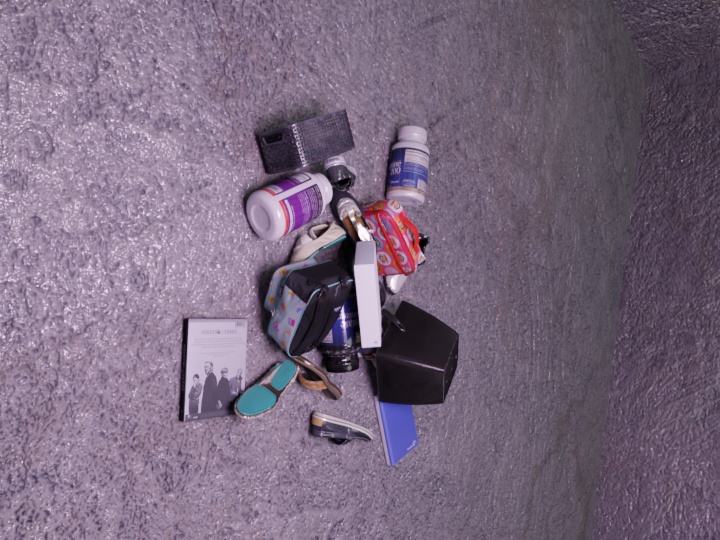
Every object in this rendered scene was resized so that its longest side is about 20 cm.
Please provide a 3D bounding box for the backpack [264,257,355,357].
[{"bbox_3d":[-0.126,0.082,1.353,0.175,0.152,0.204,-22,135,-54],"label":"backpack"}]

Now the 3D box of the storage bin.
[{"bbox_3d":[-0.122,-0.295,1.389,0.199,0.133,0.096,-31,112,-43],"label":"storage bin"}]

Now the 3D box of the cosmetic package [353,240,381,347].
[{"bbox_3d":[0.019,0.053,1.412,0.151,0.050,0.205,-90,175,-69],"label":"cosmetic package"}]

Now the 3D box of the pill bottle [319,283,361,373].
[{"bbox_3d":[-0.051,0.139,1.479,0.110,0.110,0.206,-8,95,-47],"label":"pill bottle"}]

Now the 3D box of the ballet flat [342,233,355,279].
[{"bbox_3d":[0.000,0.000,1.541,0.065,0.056,0.205,-11,80,-38],"label":"ballet flat"}]

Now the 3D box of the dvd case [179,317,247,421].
[{"bbox_3d":[-0.303,0.202,1.264,0.148,0.024,0.206,5,85,-47],"label":"dvd case"}]

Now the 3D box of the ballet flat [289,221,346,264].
[{"bbox_3d":[-0.115,-0.065,1.457,0.199,0.068,0.071,-35,115,-44],"label":"ballet flat"}]

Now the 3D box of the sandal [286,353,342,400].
[{"bbox_3d":[-0.114,0.260,1.444,0.055,0.081,0.201,-51,133,-19],"label":"sandal"}]

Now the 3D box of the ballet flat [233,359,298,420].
[{"bbox_3d":[-0.206,0.272,1.327,0.075,0.064,0.199,41,39,11],"label":"ballet flat"}]

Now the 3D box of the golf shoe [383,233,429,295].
[{"bbox_3d":[0.131,-0.024,1.696,0.078,0.093,0.204,40,62,-40],"label":"golf shoe"}]

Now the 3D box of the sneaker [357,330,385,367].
[{"bbox_3d":[0.019,0.179,1.580,0.200,0.077,0.081,48,51,-38],"label":"sneaker"}]

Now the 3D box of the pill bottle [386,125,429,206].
[{"bbox_3d":[0.135,-0.291,1.691,0.110,0.109,0.206,16,77,-46],"label":"pill bottle"}]

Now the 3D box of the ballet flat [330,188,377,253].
[{"bbox_3d":[-0.014,-0.122,1.503,0.072,0.073,0.203,-22,82,-45],"label":"ballet flat"}]

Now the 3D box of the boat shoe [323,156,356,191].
[{"bbox_3d":[-0.047,-0.223,1.471,0.200,0.067,0.058,22,53,-79],"label":"boat shoe"}]

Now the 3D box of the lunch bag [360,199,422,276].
[{"bbox_3d":[0.078,-0.084,1.576,0.082,0.173,0.203,-50,122,-38],"label":"lunch bag"}]

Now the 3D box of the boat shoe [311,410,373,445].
[{"bbox_3d":[-0.048,0.402,1.510,0.198,0.074,0.064,28,75,-39],"label":"boat shoe"}]

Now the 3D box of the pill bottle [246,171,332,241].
[{"bbox_3d":[-0.154,-0.152,1.369,0.199,0.111,0.115,-33,113,-43],"label":"pill bottle"}]

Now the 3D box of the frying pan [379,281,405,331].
[{"bbox_3d":[0.046,0.078,1.579,0.187,0.031,0.116,30,48,-4],"label":"frying pan"}]

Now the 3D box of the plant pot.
[{"bbox_3d":[0.158,0.233,1.595,0.201,0.173,0.203,-59,152,-42],"label":"plant pot"}]

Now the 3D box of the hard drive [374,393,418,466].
[{"bbox_3d":[0.103,0.423,1.706,0.131,0.025,0.205,-22,106,-46],"label":"hard drive"}]
